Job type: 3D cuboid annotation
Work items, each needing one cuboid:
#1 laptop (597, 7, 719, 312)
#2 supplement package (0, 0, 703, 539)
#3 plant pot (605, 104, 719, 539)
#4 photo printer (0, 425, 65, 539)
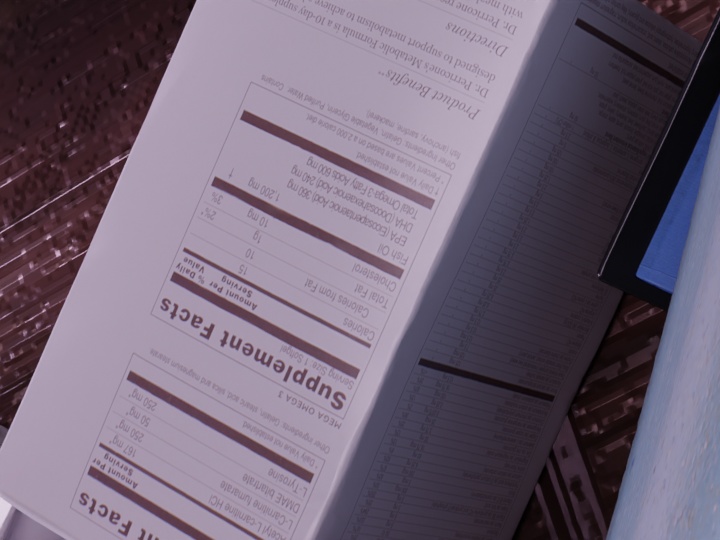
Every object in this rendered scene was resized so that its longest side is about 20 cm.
[{"bbox_3d":[0.193,-0.030,0.583,0.200,0.103,0.178,28,96,34],"label":"laptop"},{"bbox_3d":[0.000,0.000,0.694,0.109,0.114,0.201,27,94,32],"label":"supplement package"},{"bbox_3d":[0.154,0.030,0.485,0.195,0.200,0.197,15,93,8],"label":"plant pot"},{"bbox_3d":[-0.180,0.134,0.806,0.166,0.069,0.201,24,93,34],"label":"photo printer"}]
